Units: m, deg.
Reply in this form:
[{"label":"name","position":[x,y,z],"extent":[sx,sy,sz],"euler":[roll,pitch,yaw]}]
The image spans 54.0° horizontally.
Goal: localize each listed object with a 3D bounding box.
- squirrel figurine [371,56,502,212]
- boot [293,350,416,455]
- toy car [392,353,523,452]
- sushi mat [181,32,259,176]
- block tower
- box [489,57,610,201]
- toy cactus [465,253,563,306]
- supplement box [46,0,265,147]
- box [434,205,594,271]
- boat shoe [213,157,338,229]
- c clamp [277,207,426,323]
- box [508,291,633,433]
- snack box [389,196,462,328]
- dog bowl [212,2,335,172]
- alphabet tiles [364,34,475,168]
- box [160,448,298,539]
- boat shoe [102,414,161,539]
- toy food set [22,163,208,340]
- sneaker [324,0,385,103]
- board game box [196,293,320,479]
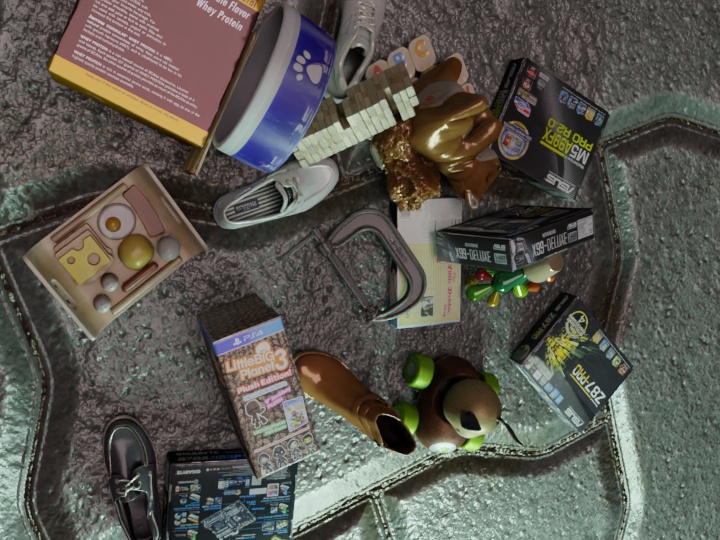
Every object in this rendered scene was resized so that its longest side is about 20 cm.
[{"label":"squirrel figurine","position":[0.119,-0.174,1.058],"extent":[0.198,0.142,0.188],"euler":[-30,131,2]},{"label":"boot","position":[-0.012,0.201,1.056],"extent":[0.200,0.155,0.077],"euler":[44,83,-22]},{"label":"toy car","position":[0.165,0.231,1.107],"extent":[0.161,0.200,0.161],"euler":[16,93,-22]},{"label":"sushi mat","position":[-0.189,-0.221,0.947],"extent":[0.012,0.095,0.203],"euler":[24,90,-23]},{"label":"block tower","position":[-0.016,-0.214,0.988],"extent":[0.197,0.059,0.054],"euler":[-23,144,11]},{"label":"box","position":[0.302,-0.229,1.168],"extent":[0.197,0.044,0.163],"euler":[24,89,-23]},{"label":"toy cactus","position":[0.263,-0.006,1.134],"extent":[0.196,0.165,0.105],"euler":[-9,82,-25]},{"label":"supplement box","position":[-0.255,-0.291,0.890],"extent":[0.194,0.132,0.203],"euler":[24,90,-23]},{"label":"box","position":[0.237,-0.054,1.085],"extent":[0.197,0.156,0.051],"euler":[-18,107,-34]},{"label":"boat shoe","position":[-0.112,-0.105,1.013],"extent":[0.197,0.067,0.075],"euler":[-28,108,-15]},{"label":"c clamp","position":[0.000,0.000,1.082],"extent":[0.170,0.027,0.201],"euler":[-42,99,-2]},{"label":"box","position":[0.378,0.166,1.262],"extent":[0.161,0.049,0.200],"euler":[-46,112,-6]},{"label":"snack box","position":[0.104,-0.014,1.129],"extent":[0.114,0.037,0.205],"euler":[-4,100,-20]},{"label":"dog bowl","position":[-0.115,-0.234,0.919],"extent":[0.078,0.200,0.203],"euler":[24,90,-25]},{"label":"alphabet tiles","position":[0.091,-0.245,1.086],"extent":[0.198,0.015,0.198],"euler":[-33,116,-13]},{"label":"box","position":[-0.196,0.354,1.068],"extent":[0.196,0.046,0.163],"euler":[2,98,-22]},{"label":"boat shoe","position":[-0.319,0.307,1.002],"extent":[0.071,0.063,0.205],"euler":[-11,103,-19]},{"label":"toy food set","position":[-0.324,-0.025,0.946],"extent":[0.199,0.060,0.145],"euler":[-40,111,-12]},{"label":"sneaker","position":[0.001,-0.341,1.013],"extent":[0.069,0.080,0.205],"euler":[14,92,-21]},{"label":"board game box","position":[-0.146,0.155,0.993],"extent":[0.095,0.159,0.204],"euler":[-19,105,-17]}]
